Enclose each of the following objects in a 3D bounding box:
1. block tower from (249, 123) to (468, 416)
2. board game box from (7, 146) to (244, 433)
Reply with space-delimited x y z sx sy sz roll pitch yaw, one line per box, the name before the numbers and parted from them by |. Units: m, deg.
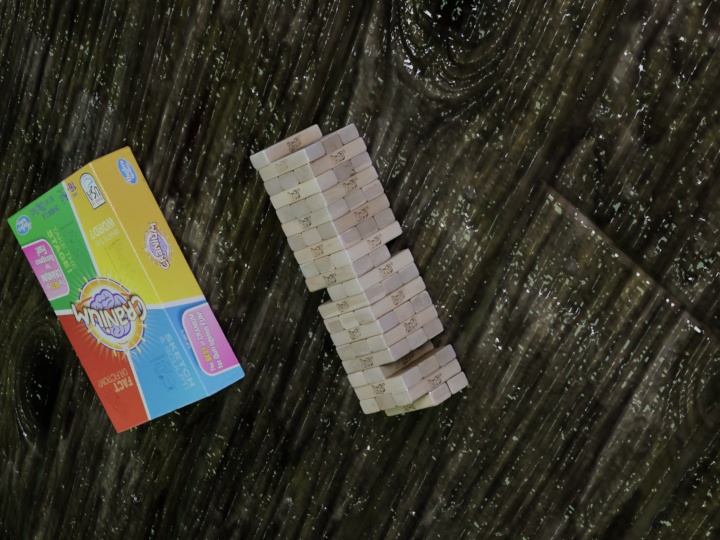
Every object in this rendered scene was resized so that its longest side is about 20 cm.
block tower | 0.000 0.000 1.132 0.058 0.054 0.200 -19 98 49
board game box | -0.189 0.019 1.355 0.153 0.040 0.200 -25 92 51
